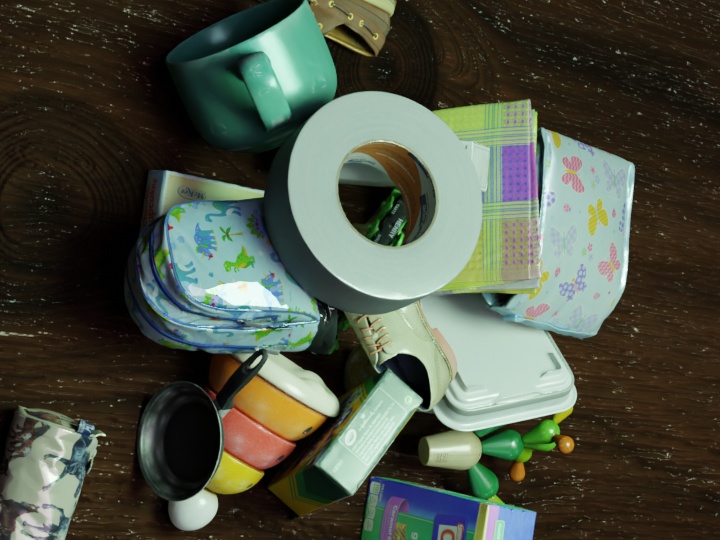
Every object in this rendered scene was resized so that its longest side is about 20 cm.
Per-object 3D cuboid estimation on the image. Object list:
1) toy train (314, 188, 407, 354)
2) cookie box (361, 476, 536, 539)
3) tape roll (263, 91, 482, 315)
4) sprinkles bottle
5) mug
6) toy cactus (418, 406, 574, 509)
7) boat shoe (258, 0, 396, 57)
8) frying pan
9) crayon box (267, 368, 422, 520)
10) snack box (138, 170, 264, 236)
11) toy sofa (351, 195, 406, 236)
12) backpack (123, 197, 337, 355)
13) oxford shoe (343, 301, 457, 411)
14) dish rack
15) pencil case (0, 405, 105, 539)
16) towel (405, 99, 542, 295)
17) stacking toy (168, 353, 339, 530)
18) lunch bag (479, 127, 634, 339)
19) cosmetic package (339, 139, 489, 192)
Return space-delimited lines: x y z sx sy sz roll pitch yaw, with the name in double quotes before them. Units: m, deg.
"toy train" 0.000 0.000 1.698 0.042 0.056 0.201 29 108 -10
"cookie box" 0.084 0.319 1.741 0.075 0.199 0.172 12 85 -38
"tape roll" 0.012 -0.063 1.532 0.199 0.066 0.202 7 72 -24
"sprinkles bottle" 0.077 0.125 1.808 0.199 0.068 0.069 11 86 -38
"mug" -0.105 -0.176 1.586 0.115 0.151 0.185 66 31 -20
"toy cactus" 0.146 0.203 1.804 0.164 0.102 0.201 -1 126 -22
"boat shoe" -0.045 -0.271 1.688 0.199 0.072 0.068 12 83 -41
"frying pan" -0.155 0.133 1.580 0.031 0.115 0.191 12 109 -51
"crayon box" -0.024 0.181 1.673 0.052 0.200 0.126 41 65 -4
"snack box" -0.130 -0.027 1.656 0.199 0.037 0.117 11 86 -38
"toy sofa" 0.087 -0.074 1.796 0.200 0.083 0.098 -51 126 -24
"backpack" -0.125 0.002 1.551 0.199 0.154 0.164 -4 74 -11
"oxford shoe" 0.025 0.053 1.642 0.200 0.071 0.074 48 30 -13
"dish rack" 0.132 0.075 1.765 0.171 0.201 0.044 -9 140 -24
"pencil case" -0.300 0.230 1.511 0.089 0.078 0.201 16 81 -18
"towel" 0.116 -0.071 1.691 0.023 0.143 0.201 29 58 -67
"stacking toy" -0.127 0.172 1.638 0.146 0.146 0.201 32 92 -35
"lunch bag" 0.198 -0.036 1.765 0.169 0.127 0.201 12 77 -43
"cosmetic package" 0.025 -0.110 1.666 0.082 0.199 0.051 9 86 -73
